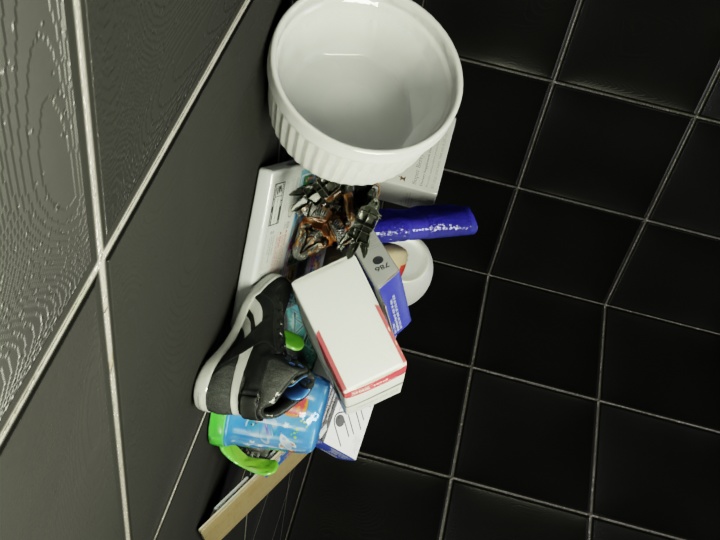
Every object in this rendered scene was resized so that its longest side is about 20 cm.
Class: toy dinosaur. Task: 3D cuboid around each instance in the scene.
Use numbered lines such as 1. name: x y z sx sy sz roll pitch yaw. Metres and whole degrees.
1. toy dinosaur: -0.019 -0.089 1.124 0.136 0.102 0.201 -66 175 -68

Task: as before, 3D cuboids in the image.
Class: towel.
1. towel: 0.050 -0.067 1.379 0.148 0.199 0.050 -168 -108 -79

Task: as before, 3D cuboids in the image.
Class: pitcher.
1. pitcher: 0.038 0.031 1.642 0.172 0.121 0.200 -60 -178 -22

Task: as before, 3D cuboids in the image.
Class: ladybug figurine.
1. ladybug figurine: 0.000 0.000 1.383 0.200 0.135 0.072 -64 150 -86

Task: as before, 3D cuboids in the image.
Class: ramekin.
1. ramekin: -0.003 -0.183 1.022 0.105 0.199 0.201 120 -13 -64

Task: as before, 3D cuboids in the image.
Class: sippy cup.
1. sippy cup: -0.109 0.168 1.241 0.178 0.130 0.140 100 6 -60

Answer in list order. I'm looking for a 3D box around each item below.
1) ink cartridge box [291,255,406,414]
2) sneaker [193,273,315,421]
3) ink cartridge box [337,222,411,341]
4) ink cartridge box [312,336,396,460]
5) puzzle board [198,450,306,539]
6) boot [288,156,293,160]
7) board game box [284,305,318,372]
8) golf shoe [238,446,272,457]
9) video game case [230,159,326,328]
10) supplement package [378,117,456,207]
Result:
1. ink cartridge box: -0.013 0.085 1.199 0.200 0.083 0.147 89 -25 -74
2. sneaker: -0.092 0.091 1.100 0.073 0.111 0.200 87 23 -45
3. ink cartridge box: 0.015 -0.001 1.196 0.100 0.039 0.200 75 -10 -49
4. ink cartridge box: -0.020 0.149 1.360 0.044 0.094 0.201 -5 -122 46
5. puzzle board: -0.150 0.307 1.401 0.200 0.017 0.151 -43 165 -19
6. boot: -0.090 -0.069 1.302 0.097 0.074 0.201 37 71 -62
7. board game box: -0.061 0.098 1.378 0.028 0.200 0.136 -9 -129 46
8. golf shoe: -0.139 0.215 1.421 0.200 0.077 0.095 90 15 -82
9. video game case: -0.086 -0.040 1.204 0.182 0.024 0.201 -27 134 -61
10. supplement package: 0.027 -0.176 1.452 0.120 0.199 0.122 88 17 -81
